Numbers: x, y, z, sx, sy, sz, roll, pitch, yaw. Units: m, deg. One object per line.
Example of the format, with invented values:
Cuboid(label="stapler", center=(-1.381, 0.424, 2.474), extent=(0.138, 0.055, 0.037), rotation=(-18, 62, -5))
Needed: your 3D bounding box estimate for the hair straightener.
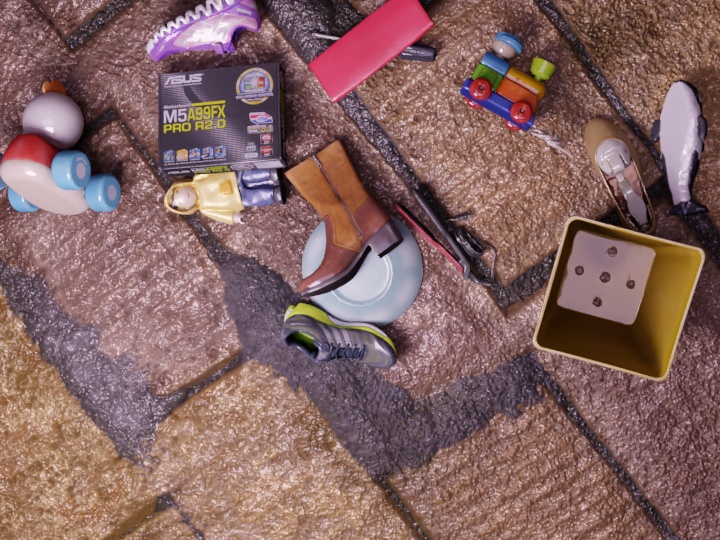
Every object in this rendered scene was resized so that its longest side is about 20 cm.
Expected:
Cuboid(label="hair straightener", center=(0.149, -0.056, 1.645), extent=(0.077, 0.041, 0.200), rotation=(-43, 92, 12))

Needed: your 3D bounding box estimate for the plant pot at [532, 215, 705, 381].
Cuboid(label="plant pot", center=(0.377, 0.025, 1.561), extent=(0.199, 0.176, 0.201), rotation=(15, 102, 4))

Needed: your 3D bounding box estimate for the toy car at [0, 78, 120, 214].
Cuboid(label="toy car", center=(-0.486, -0.206, 1.665), extent=(0.183, 0.177, 0.201), rotation=(1, 72, 20))

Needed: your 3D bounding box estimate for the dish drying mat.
Cuboid(label="dish drying mat", center=(0.016, -0.348, 1.604), extent=(0.200, 0.018, 0.077), rotation=(-35, 87, 18))

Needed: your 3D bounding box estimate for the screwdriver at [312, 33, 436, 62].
Cuboid(label="screwdriver", center=(0.021, -0.349, 1.623), extent=(0.199, 0.028, 0.029), rotation=(8, 130, 12))

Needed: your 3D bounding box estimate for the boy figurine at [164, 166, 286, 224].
Cuboid(label="boy figurine", center=(-0.222, -0.134, 1.669), extent=(0.199, 0.064, 0.125), rotation=(-6, 102, 5))

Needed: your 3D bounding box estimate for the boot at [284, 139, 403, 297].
Cuboid(label="boot", center=(-0.059, -0.080, 1.625), extent=(0.188, 0.068, 0.200), rotation=(-36, 79, 5))

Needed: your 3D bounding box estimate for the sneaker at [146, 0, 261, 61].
Cuboid(label="sneaker", center=(-0.239, -0.371, 1.624), extent=(0.199, 0.081, 0.089), rotation=(-27, 103, 10))

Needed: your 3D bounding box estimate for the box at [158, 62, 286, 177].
Cuboid(label="box", center=(-0.218, -0.236, 1.632), extent=(0.199, 0.044, 0.161), rotation=(-3, 79, 8))

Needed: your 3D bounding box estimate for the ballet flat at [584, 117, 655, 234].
Cuboid(label="ballet flat", center=(0.404, -0.143, 1.586), extent=(0.068, 0.063, 0.201), rotation=(-27, 95, 11))

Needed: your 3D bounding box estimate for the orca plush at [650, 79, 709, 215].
Cuboid(label="orca plush", center=(0.503, -0.182, 1.561), extent=(0.071, 0.105, 0.201), rotation=(0, 74, -30))

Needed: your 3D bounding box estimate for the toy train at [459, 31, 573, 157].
Cuboid(label="toy train", center=(0.263, -0.269, 1.579), extent=(0.199, 0.085, 0.116), rotation=(29, 89, 1))

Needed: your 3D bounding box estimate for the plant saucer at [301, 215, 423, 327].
Cuboid(label="plant saucer", center=(0.000, 0.000, 1.675), extent=(0.200, 0.039, 0.202), rotation=(1, 100, 8))

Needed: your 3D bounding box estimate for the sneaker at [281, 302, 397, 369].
Cuboid(label="sneaker", center=(-0.039, 0.122, 1.673), extent=(0.199, 0.081, 0.074), rotation=(16, 126, 7))
